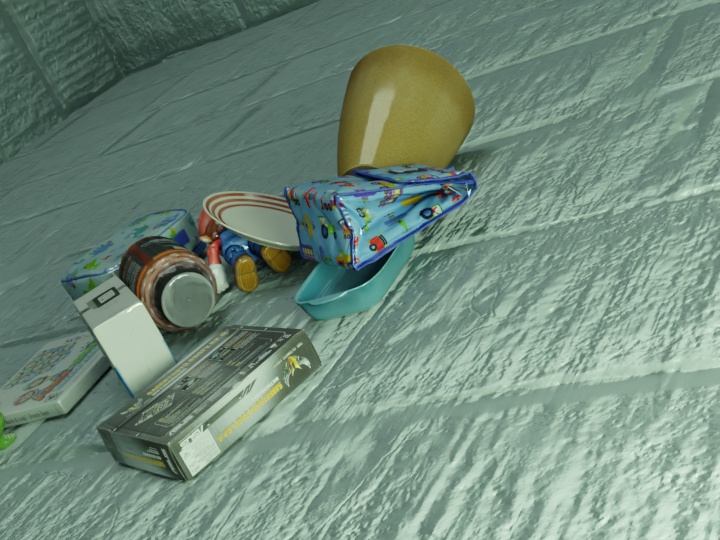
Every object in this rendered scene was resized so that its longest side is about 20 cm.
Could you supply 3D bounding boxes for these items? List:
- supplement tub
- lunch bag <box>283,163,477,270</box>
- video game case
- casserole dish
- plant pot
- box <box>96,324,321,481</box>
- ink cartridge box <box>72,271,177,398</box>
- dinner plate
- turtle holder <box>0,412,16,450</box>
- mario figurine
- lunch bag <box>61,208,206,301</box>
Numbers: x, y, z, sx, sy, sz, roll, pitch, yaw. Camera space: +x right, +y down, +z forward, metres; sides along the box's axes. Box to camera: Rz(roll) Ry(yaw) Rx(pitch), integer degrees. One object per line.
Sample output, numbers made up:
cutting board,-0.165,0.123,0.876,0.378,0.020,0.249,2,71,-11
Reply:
supplement tub,-0.252,0.020,1.590,0.106,0.108,0.200,-31,20,-14
lunch bag,0.034,-0.080,1.428,0.199,0.095,0.150,-21,15,-24
video game case,-0.407,0.141,1.609,0.181,0.024,0.200,-15,23,31
casserole dish,0.000,0.000,1.422,0.120,0.039,0.200,-15,24,30
plant pot,0.041,-0.168,1.615,0.185,0.187,0.201,-13,36,33
box,-0.161,0.134,1.278,0.200,0.049,0.158,-40,23,-32
ink cartridge box,-0.287,0.081,1.471,0.066,0.117,0.200,-32,20,-13
dinner plate,-0.115,-0.061,1.607,0.198,0.024,0.200,13,17,-4
turtle holder,-0.524,0.199,1.452,0.140,0.133,0.185,-1,32,49
mario figurine,-0.158,-0.026,1.670,0.122,0.107,0.200,5,19,-26
lunch bag,-0.339,-0.012,1.814,0.160,0.083,0.200,-9,27,43
